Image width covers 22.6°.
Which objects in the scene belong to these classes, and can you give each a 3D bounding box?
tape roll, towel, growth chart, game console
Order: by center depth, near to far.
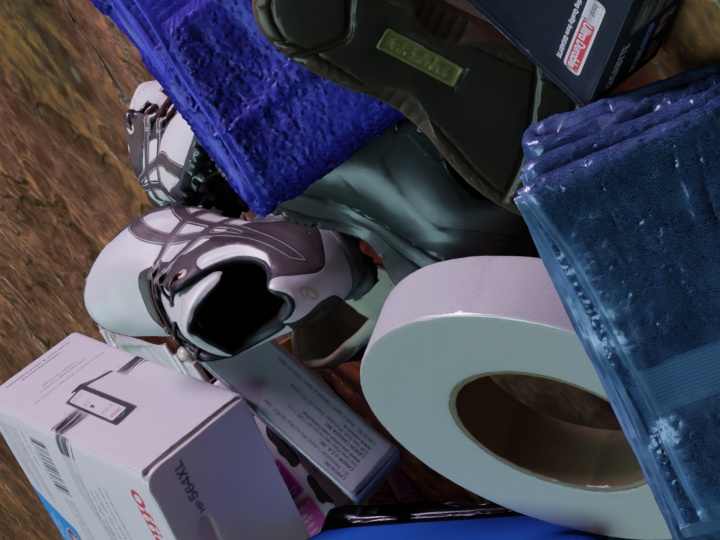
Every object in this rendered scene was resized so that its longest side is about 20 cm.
[{"bbox_3d":[0.146,0.018,0.736,0.049,0.111,0.200,-81,-33,-62],"label":"towel"},{"bbox_3d":[-0.054,-0.138,0.844,0.200,0.148,0.050,53,-159,-6],"label":"towel"},{"bbox_3d":[0.099,0.065,0.870,0.202,0.037,0.203,16,149,10],"label":"tape roll"},{"bbox_3d":[0.063,0.191,1.026,0.200,0.118,0.171,-7,126,27],"label":"game console"},{"bbox_3d":[-0.162,0.107,1.572,0.200,0.018,0.145,14,138,56],"label":"growth chart"}]

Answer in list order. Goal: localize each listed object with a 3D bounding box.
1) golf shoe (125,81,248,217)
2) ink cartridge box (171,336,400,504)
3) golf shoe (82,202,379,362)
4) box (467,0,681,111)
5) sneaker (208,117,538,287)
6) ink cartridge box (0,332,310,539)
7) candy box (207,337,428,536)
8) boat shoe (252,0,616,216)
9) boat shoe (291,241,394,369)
[{"bbox_3d":[-0.107,-0.082,1.083,0.095,0.078,0.200,48,157,8],"label":"golf shoe"},{"bbox_3d":[-0.061,0.070,1.142,0.200,0.044,0.174,41,172,8],"label":"ink cartridge box"},{"bbox_3d":[-0.091,0.008,0.986,0.200,0.094,0.078,-13,108,35],"label":"golf shoe"},{"bbox_3d":[0.065,-0.174,0.670,0.159,0.046,0.200,45,157,15],"label":"box"},{"bbox_3d":[0.010,-0.055,0.911,0.200,0.076,0.091,30,118,13],"label":"sneaker"},{"bbox_3d":[-0.130,0.135,1.133,0.200,0.084,0.146,15,136,50],"label":"ink cartridge box"},{"bbox_3d":[-0.026,0.148,1.227,0.200,0.061,0.136,49,-162,5],"label":"candy box"},{"bbox_3d":[0.048,-0.091,0.787,0.200,0.072,0.076,34,-155,-12],"label":"boat shoe"},{"bbox_3d":[0.000,0.000,1.040,0.071,0.063,0.200,49,156,12],"label":"boat shoe"}]
